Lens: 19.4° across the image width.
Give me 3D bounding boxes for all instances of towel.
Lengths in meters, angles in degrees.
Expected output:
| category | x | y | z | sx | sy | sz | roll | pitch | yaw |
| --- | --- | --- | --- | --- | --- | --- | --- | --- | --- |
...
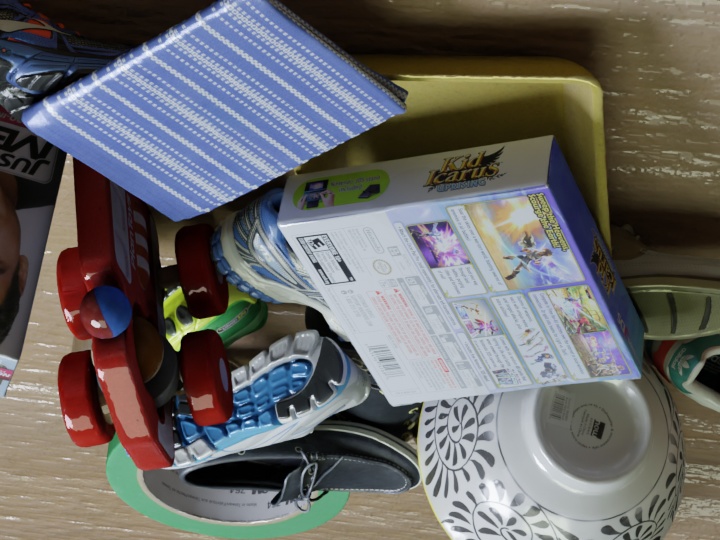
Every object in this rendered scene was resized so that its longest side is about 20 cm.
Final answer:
| category | x | y | z | sx | sy | sz | roll | pitch | yaw |
| --- | --- | --- | --- | --- | --- | --- | --- | --- | --- |
| towel | -0.089 | -0.098 | 1.262 | 0.199 | 0.024 | 0.145 | -24 | 140 | 34 |

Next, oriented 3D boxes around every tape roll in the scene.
| category | x | y | z | sx | sy | sz | roll | pitch | yaw |
| --- | --- | --- | --- | --- | --- | --- | --- | --- | --- |
| tape roll | -0.105 | 0.152 | 1.707 | 0.199 | 0.048 | 0.201 | 2 | 146 | 2 |

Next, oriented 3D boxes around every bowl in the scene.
| category | x | y | z | sx | sy | sz | roll | pitch | yaw |
| --- | --- | --- | --- | --- | --- | --- | --- | --- | --- |
| bowl | 0.146 | 0.114 | 1.448 | 0.199 | 0.202 | 0.094 | 14 | 159 | -9 |

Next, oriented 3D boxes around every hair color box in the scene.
| category | x | y | z | sx | sy | sz | roll | pitch | yaw |
| --- | --- | --- | --- | --- | --- | --- | --- | --- | --- |
| hair color box | -0.249 | -0.030 | 1.343 | 0.098 | 0.201 | 0.061 | 15 | 149 | -13 |

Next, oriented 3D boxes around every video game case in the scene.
| category | x | y | z | sx | sy | sz | roll | pitch | yaw |
| --- | --- | --- | --- | --- | --- | --- | --- | --- | --- |
| video game case | 0.069 | 0.005 | 1.350 | 0.180 | 0.046 | 0.200 | -7 | 139 | 23 |

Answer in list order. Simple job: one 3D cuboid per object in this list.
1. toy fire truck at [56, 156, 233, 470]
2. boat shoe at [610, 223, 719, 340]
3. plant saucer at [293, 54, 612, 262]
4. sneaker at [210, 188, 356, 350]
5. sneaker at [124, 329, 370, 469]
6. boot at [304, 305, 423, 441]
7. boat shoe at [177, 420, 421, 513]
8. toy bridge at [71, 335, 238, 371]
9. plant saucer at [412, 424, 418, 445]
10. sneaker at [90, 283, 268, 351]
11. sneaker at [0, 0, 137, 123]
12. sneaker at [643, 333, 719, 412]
| category | x | y | z | sx | sy | sz | roll | pitch | yaw |
| --- | --- | --- | --- | --- | --- | --- | --- | --- | --- |
| toy fire truck | -0.159 | 0.023 | 1.416 | 0.111 | 0.201 | 0.168 | -10 | 151 | 7 |
| boat shoe | 0.170 | 0.002 | 1.422 | 0.198 | 0.069 | 0.075 | 0 | 147 | 10 |
| plant saucer | 0.059 | -0.070 | 1.333 | 0.198 | 0.049 | 0.201 | 2 | 141 | 11 |
| sneaker | 0.000 | 0.000 | 1.460 | 0.199 | 0.077 | 0.085 | 19 | 141 | -21 |
| sneaker | -0.081 | 0.104 | 1.530 | 0.199 | 0.075 | 0.087 | -16 | 159 | 25 |
| boot | 0.056 | 0.083 | 1.582 | 0.202 | 0.074 | 0.154 | 16 | 152 | 6 |
| boat shoe | -0.048 | 0.149 | 1.599 | 0.199 | 0.063 | 0.075 | 11 | 143 | -12 |
| toy bridge | -0.132 | 0.088 | 1.683 | 0.199 | 0.027 | 0.067 | 29 | 143 | -31 |
| plant saucer | 0.101 | 0.198 | 1.687 | 0.032 | 0.201 | 0.200 | -33 | 143 | -2 |
| sneaker | -0.145 | 0.072 | 1.588 | 0.083 | 0.074 | 0.200 | 27 | 132 | -32 |
| sneaker | -0.210 | -0.138 | 1.284 | 0.199 | 0.079 | 0.075 | 7 | 152 | -33 |
| sneaker | 0.292 | 0.089 | 1.497 | 0.199 | 0.093 | 0.071 | 24 | 107 | -20 |
